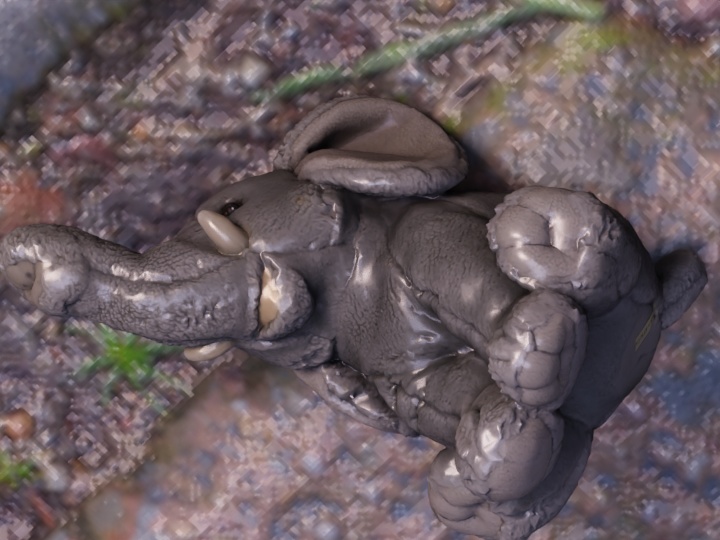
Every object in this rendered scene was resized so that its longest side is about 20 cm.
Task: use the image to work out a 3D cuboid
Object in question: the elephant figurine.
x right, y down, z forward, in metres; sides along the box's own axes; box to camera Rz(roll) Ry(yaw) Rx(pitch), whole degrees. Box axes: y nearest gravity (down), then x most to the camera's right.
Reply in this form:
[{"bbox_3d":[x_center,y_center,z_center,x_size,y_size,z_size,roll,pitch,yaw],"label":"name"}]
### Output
[{"bbox_3d":[0.000,0.000,0.953,0.199,0.155,0.142,21,75,24],"label":"elephant figurine"}]
